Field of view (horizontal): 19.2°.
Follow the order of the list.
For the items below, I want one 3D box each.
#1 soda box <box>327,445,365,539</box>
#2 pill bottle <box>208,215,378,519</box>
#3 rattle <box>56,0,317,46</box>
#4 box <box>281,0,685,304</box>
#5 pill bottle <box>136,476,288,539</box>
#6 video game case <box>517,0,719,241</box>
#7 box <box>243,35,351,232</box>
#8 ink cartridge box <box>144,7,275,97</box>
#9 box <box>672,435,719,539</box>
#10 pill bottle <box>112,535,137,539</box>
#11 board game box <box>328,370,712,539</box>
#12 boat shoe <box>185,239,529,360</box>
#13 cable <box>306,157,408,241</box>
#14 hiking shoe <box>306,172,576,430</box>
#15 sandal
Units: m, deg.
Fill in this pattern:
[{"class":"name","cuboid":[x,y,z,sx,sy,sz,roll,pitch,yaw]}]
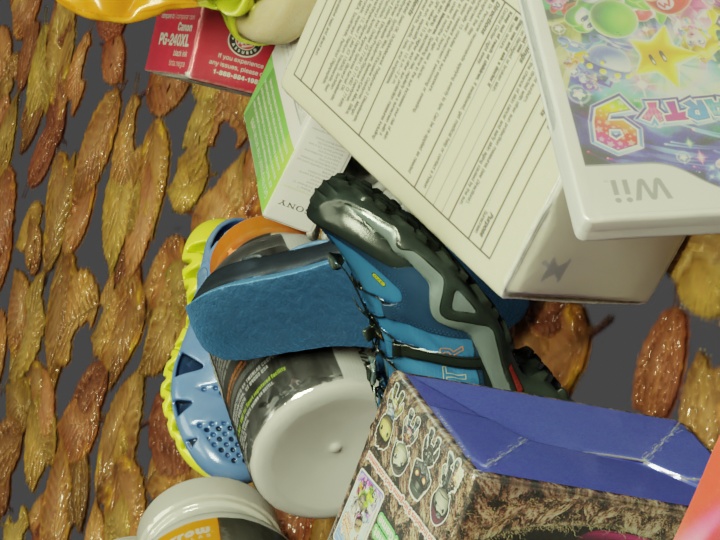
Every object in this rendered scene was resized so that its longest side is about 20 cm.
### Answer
[{"class":"soda box","cuboid":[0.028,0.147,1.153,0.063,0.070,0.200,51,124,56]},{"class":"pill bottle","cuboid":[-0.038,0.048,1.289,0.106,0.106,0.200,-64,29,27]},{"class":"rattle","cuboid":[-0.070,-0.212,1.180,0.200,0.143,0.130,142,144,-61]},{"class":"box","cuboid":[0.074,-0.090,1.046,0.200,0.109,0.128,45,119,38]},{"class":"pill bottle","cuboid":[-0.084,0.219,1.290,0.200,0.116,0.117,-107,37,-59]},{"class":"video game case","cuboid":[0.143,-0.103,0.929,0.018,0.143,0.200,104,160,-56]},{"class":"box","cuboid":[-0.007,-0.138,1.203,0.200,0.036,0.144,-61,19,22]},{"class":"ink cartridge box","cuboid":[-0.037,-0.205,1.351,0.083,0.145,0.200,17,95,65]},{"class":"box","cuboid":[0.202,0.074,0.790,0.200,0.102,0.095,-68,28,17]},{"class":"pill bottle","cuboid":[-0.166,0.284,1.446,0.200,0.112,0.113,-63,29,29]},{"class":"board game box","cuboid":[0.067,0.164,0.962,0.097,0.159,0.200,52,126,58]},{"class":"boat shoe","cuboid":[0.000,0.000,1.186,0.069,0.200,0.084,-61,-34,-57]},{"class":"cable","cuboid":[0.041,-0.115,1.241,0.200,0.069,0.200,-27,55,58]},{"class":"hiking shoe","cuboid":[0.031,0.043,1.035,0.087,0.200,0.074,-40,17,2]},{"class":"sandal","cuboid":[-0.081,0.045,1.420,0.087,0.079,0.200,-34,51,51]}]
